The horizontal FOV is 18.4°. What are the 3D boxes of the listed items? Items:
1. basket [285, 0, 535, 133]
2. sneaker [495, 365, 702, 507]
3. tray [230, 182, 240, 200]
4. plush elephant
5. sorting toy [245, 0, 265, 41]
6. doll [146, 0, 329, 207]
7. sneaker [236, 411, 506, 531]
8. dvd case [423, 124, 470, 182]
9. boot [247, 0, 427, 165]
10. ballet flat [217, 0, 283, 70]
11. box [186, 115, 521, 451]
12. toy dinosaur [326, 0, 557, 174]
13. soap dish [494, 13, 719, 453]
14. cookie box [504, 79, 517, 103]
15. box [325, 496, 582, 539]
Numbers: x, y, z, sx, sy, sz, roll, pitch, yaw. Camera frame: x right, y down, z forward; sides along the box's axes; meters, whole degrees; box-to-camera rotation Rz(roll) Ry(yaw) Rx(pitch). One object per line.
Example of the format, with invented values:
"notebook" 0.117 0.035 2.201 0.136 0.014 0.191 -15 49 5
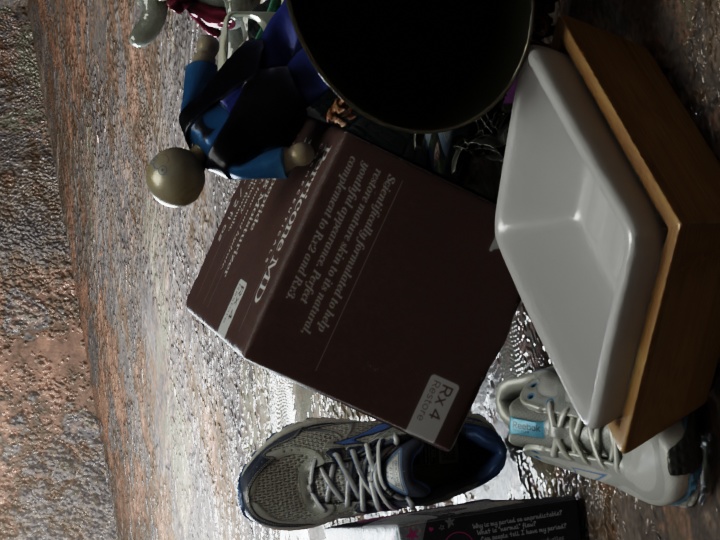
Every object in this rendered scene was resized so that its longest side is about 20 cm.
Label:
"basket" 0.007 -0.200 1.295 0.181 0.135 0.200 63 -179 -30
"sneaker" 0.134 0.096 1.301 0.200 0.086 0.076 -160 68 -73
"tray" -0.026 -0.017 1.800 0.037 0.098 0.200 -58 32 8
"plush elephant" -0.179 -0.288 2.247 0.165 0.153 0.202 -161 67 -74
"sorting toy" -0.026 -0.145 1.834 0.200 0.106 0.182 123 134 -67
"doll" -0.067 -0.121 1.462 0.136 0.200 0.048 43 -178 34
"sneaker" 0.011 0.136 1.552 0.085 0.198 0.078 179 79 -75
"dvd case" 0.048 -0.098 1.706 0.201 0.017 0.143 100 160 -45
"boot" -0.032 -0.105 1.728 0.201 0.069 0.132 55 153 20
"ballet flat" -0.054 -0.177 1.528 0.067 0.070 0.202 -2 65 65
"box" 0.000 0.000 1.532 0.167 0.163 0.200 -65 18 1
"toy dinosaur" 0.068 -0.140 1.372 0.200 0.101 0.137 -45 48 44
"soap dish" 0.144 -0.024 1.235 0.201 0.080 0.158 -111 22 -49
"cookie box" 0.056 -0.228 1.519 0.200 0.074 0.173 -118 28 -60
"box" 0.063 0.218 1.513 0.200 0.131 0.116 151 112 -74
